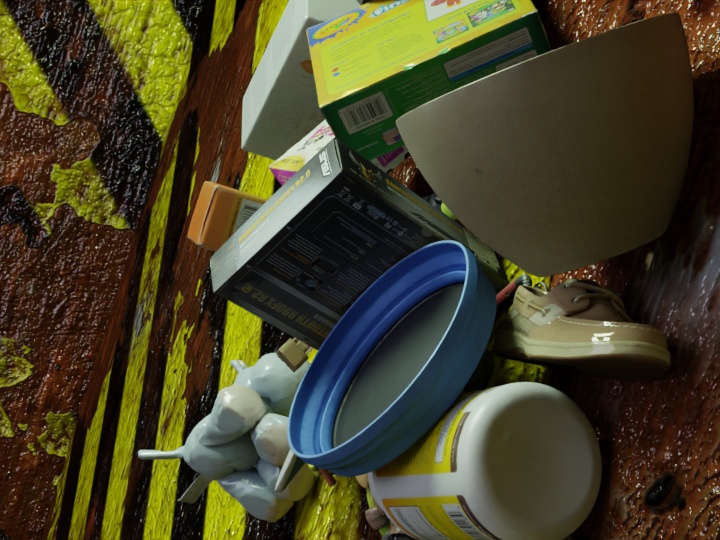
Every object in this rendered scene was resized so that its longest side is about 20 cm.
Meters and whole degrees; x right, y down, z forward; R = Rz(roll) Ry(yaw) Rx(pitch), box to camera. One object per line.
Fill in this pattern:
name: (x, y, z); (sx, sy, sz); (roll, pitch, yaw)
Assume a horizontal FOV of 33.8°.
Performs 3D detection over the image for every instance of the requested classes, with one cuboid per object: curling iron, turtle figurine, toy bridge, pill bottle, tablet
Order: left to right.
tablet: (-0.029, 0.115, 1.172); (0.200, 0.014, 0.130); (-67, -9, 21)
toy bridge: (-0.003, 0.018, 1.123); (0.200, 0.027, 0.067); (-46, -1, -14)
turtle figurine: (0.007, 0.175, 1.041); (0.200, 0.064, 0.161); (-53, 51, 52)
pill bottle: (0.079, 0.144, 0.863); (0.200, 0.109, 0.109); (155, 128, -64)
curling iron: (0.099, 0.055, 1.002); (0.200, 0.026, 0.050); (140, 139, -58)

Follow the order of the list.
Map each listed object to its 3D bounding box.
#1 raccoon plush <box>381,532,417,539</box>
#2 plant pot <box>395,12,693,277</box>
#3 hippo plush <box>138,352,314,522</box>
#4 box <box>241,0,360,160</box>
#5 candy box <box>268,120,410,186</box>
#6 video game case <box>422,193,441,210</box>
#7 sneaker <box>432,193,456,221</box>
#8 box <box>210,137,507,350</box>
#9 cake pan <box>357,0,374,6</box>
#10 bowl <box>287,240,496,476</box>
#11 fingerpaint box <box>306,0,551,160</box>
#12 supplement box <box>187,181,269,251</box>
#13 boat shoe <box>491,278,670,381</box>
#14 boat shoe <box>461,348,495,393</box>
raccoon plush: (-0.010, 0.278, 0.920); (0.097, 0.200, 0.134); (61, 144, 16)
plant pot: (0.140, -0.073, 0.800); (0.200, 0.200, 0.135); (-17, 94, 67)
hippo plush: (-0.111, 0.185, 1.363); (0.200, 0.159, 0.161); (-37, 8, 37)
box: (-0.036, -0.224, 1.398); (0.106, 0.152, 0.200); (-95, 29, -46)
candy box: (0.014, -0.142, 1.190); (0.200, 0.061, 0.136); (-41, 17, -10)
video game case: (0.029, 0.030, 1.219); (0.182, 0.022, 0.200); (164, 120, -67)
sneaker: (0.098, -0.128, 1.063); (0.072, 0.083, 0.200); (129, 150, -47)
box: (0.000, 0.000, 0.999); (0.158, 0.200, 0.048); (-42, 35, 25)
cake pan: (0.075, -0.301, 1.137); (0.200, 0.200, 0.037); (-34, 75, 61)
bowl: (0.024, 0.067, 0.893); (0.201, 0.039, 0.201); (-43, 20, 20)
fingerpaint box: (0.060, -0.196, 1.069); (0.200, 0.073, 0.167); (-23, 35, 8)
supplement box: (-0.068, -0.031, 1.198); (0.069, 0.200, 0.067); (-71, 20, 2)
boat shoe: (0.148, 0.036, 0.819); (0.200, 0.071, 0.065); (179, 105, -71)
boat shoe: (0.062, 0.112, 1.030); (0.063, 0.073, 0.200); (-43, -2, -25)
